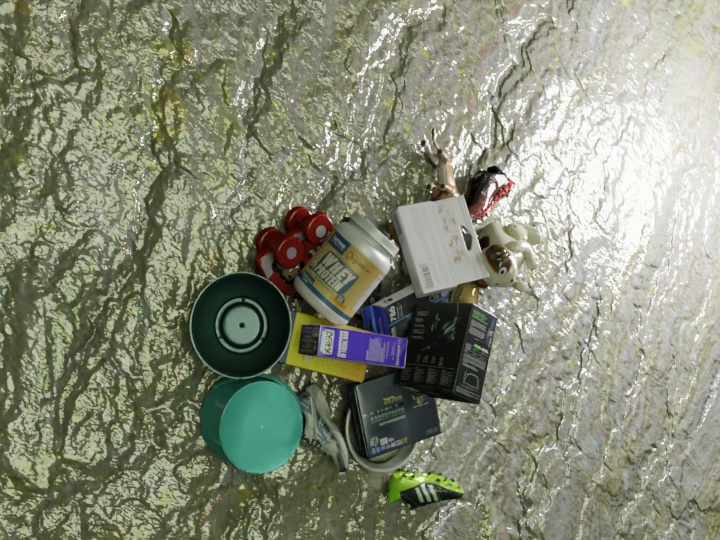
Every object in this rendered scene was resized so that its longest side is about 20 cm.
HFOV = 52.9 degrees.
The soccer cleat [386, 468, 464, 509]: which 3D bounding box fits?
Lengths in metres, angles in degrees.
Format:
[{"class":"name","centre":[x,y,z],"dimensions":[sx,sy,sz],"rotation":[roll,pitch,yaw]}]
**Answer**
[{"class":"soccer cleat","centre":[0.148,0.511,1.673],"dimensions":[0.195,0.067,0.083],"rotation":[15,98,-22]}]

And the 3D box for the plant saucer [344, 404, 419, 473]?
[{"class":"plant saucer","centre":[0.046,0.349,1.634],"dimensions":[0.195,0.050,0.207],"rotation":[2,86,-26]}]

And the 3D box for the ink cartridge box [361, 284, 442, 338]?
[{"class":"ink cartridge box","centre":[0.098,0.096,1.613],"dimensions":[0.197,0.039,0.102],"rotation":[-25,119,-24]}]

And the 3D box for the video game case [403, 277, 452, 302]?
[{"class":"video game case","centre":[0.165,0.126,1.705],"dimensions":[0.199,0.045,0.183],"rotation":[39,72,-17]}]

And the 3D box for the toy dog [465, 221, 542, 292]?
[{"class":"toy dog","centre":[0.331,-0.036,1.704],"dimensions":[0.192,0.140,0.201],"rotation":[37,33,0]}]

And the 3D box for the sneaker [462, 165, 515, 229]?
[{"class":"sneaker","centre":[0.294,-0.185,1.768],"dimensions":[0.200,0.070,0.099],"rotation":[-43,103,-27]}]

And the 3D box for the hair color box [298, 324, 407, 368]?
[{"class":"hair color box","centre":[-0.015,0.153,1.467],"dimensions":[0.195,0.109,0.067],"rotation":[9,83,-25]}]

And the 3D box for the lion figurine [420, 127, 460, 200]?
[{"class":"lion figurine","centre":[0.199,-0.225,1.727],"dimensions":[0.122,0.071,0.206],"rotation":[19,70,-57]}]

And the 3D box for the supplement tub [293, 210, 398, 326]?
[{"class":"supplement tub","centre":[-0.028,-0.005,1.484],"dimensions":[0.144,0.145,0.201],"rotation":[39,92,-17]}]

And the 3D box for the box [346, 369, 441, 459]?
[{"class":"box","centre":[0.075,0.306,1.596],"dimensions":[0.195,0.051,0.162],"rotation":[-11,89,-28]}]

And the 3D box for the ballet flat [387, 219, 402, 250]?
[{"class":"ballet flat","centre":[0.138,-0.044,1.662],"dimensions":[0.200,0.063,0.069],"rotation":[45,61,5]}]

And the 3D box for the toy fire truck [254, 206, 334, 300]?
[{"class":"toy fire truck","centre":[-0.124,-0.029,1.557],"dimensions":[0.199,0.111,0.171],"rotation":[-38,121,-22]}]

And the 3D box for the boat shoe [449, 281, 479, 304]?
[{"class":"boat shoe","centre":[0.244,0.100,1.678],"dimensions":[0.070,0.076,0.205],"rotation":[21,75,-20]}]

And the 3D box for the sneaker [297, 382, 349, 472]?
[{"class":"sneaker","centre":[-0.090,0.351,1.569],"dimensions":[0.084,0.077,0.204],"rotation":[-25,90,-13]}]

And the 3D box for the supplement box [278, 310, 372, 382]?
[{"class":"supplement box","centre":[-0.089,0.162,1.552],"dimensions":[0.196,0.108,0.113],"rotation":[17,80,-23]}]

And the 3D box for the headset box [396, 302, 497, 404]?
[{"class":"headset box","centre":[0.184,0.165,1.538],"dimensions":[0.092,0.172,0.205],"rotation":[26,72,-36]}]

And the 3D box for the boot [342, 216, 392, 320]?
[{"class":"boot","centre":[0.001,0.000,1.603],"dimensions":[0.163,0.064,0.206],"rotation":[22,78,-49]}]

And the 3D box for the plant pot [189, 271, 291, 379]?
[{"class":"plant pot","centre":[-0.239,0.110,1.460],"dimensions":[0.194,0.134,0.207],"rotation":[1,86,-9]}]

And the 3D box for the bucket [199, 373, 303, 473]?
[{"class":"bucket","centre":[-0.217,0.307,1.470],"dimensions":[0.202,0.134,0.214],"rotation":[1,87,-26]}]

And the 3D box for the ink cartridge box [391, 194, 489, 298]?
[{"class":"ink cartridge box","centre":[0.178,-0.056,1.621],"dimensions":[0.172,0.045,0.205],"rotation":[-11,77,-22]}]
